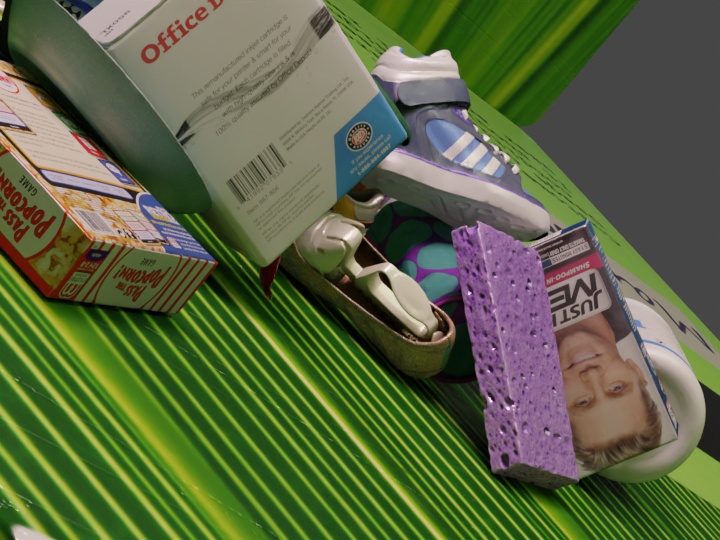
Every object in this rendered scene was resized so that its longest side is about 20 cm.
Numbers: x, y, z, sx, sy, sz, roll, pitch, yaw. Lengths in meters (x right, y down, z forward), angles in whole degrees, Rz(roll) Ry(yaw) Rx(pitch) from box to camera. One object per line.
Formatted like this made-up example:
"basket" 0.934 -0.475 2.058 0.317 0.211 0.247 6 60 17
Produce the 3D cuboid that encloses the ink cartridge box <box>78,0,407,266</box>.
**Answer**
"ink cartridge box" -0.083 -0.129 1.221 0.084 0.145 0.200 28 -24 56

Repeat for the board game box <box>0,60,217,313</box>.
"board game box" -0.197 -0.060 1.071 0.200 0.046 0.151 45 12 21

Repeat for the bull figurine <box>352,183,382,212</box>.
"bull figurine" -0.015 -0.089 1.637 0.201 0.065 0.122 -86 153 -48

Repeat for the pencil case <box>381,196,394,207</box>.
"pencil case" 0.104 -0.032 1.838 0.200 0.086 0.084 42 10 1

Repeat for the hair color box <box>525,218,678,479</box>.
"hair color box" 0.191 0.068 1.519 0.201 0.100 0.061 66 12 -2

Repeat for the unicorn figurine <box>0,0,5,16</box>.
"unicorn figurine" -0.297 -0.249 1.434 0.137 0.074 0.200 36 -6 27

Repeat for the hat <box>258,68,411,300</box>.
"hat" -0.073 -0.101 1.393 0.166 0.176 0.200 45 -3 -5

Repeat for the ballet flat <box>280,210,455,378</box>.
"ballet flat" 0.000 0.000 1.389 0.200 0.068 0.067 40 -31 3

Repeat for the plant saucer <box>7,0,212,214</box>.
"plant saucer" -0.179 -0.107 1.196 0.200 0.036 0.200 46 -12 12

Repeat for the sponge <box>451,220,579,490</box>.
"sponge" 0.125 0.069 1.407 0.111 0.030 0.201 21 55 -56

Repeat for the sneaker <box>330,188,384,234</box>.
"sneaker" -0.070 -0.083 1.453 0.200 0.090 0.075 34 11 -36

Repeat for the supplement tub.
"supplement tub" 0.246 0.109 1.654 0.132 0.132 0.200 39 11 -7

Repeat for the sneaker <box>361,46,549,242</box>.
"sneaker" 0.091 -0.121 1.545 0.199 0.147 0.080 20 -22 -23

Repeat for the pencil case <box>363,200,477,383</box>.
"pencil case" 0.061 0.016 1.519 0.092 0.086 0.200 -3 27 -13

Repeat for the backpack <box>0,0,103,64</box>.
"backpack" -0.159 -0.211 1.334 0.200 0.154 0.191 34 46 0
